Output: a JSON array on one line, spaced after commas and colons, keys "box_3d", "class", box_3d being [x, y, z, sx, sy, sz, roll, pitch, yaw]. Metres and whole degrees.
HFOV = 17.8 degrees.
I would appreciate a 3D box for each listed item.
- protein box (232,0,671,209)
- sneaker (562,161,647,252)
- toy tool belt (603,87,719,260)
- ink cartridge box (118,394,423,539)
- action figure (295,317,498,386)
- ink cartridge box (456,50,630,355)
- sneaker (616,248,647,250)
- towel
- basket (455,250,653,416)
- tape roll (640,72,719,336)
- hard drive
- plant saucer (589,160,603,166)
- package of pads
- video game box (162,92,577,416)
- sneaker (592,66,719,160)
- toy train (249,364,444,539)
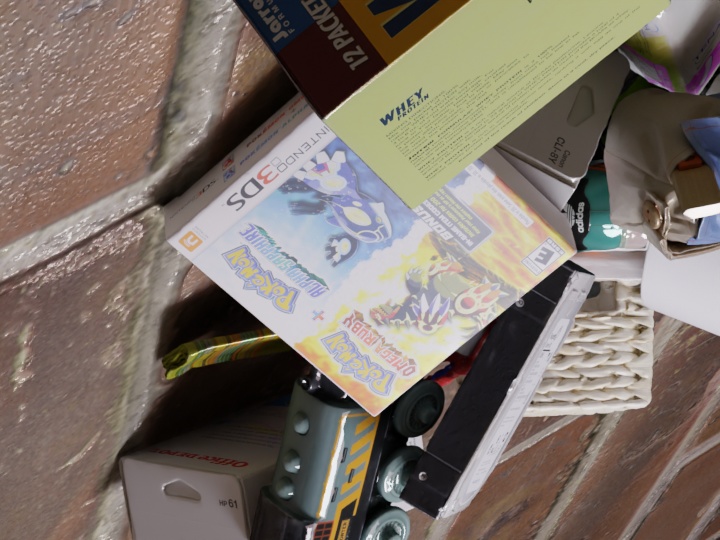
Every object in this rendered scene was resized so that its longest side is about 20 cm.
[{"box_3d": [0.044, -0.166, 1.278, 0.198, 0.135, 0.200, -38, 161, 5], "class": "protein box"}, {"box_3d": [0.167, -0.049, 1.730, 0.079, 0.072, 0.200, 0, -178, 0], "class": "sneaker"}, {"box_3d": [0.268, -0.074, 1.529, 0.199, 0.123, 0.125, -18, 111, -23], "class": "toy tool belt"}, {"box_3d": [-0.067, 0.164, 1.808, 0.144, 0.085, 0.199, 4, -166, 45], "class": "ink cartridge box"}, {"box_3d": [0.040, 0.061, 1.777, 0.199, 0.066, 0.052, -15, 170, 41], "class": "action figure"}, {"box_3d": [0.096, -0.062, 1.599, 0.200, 0.083, 0.145, -60, -177, 47], "class": "ink cartridge box"}, {"box_3d": [0.272, -0.067, 2.015, 0.199, 0.075, 0.089, -28, 147, -22], "class": "sneaker"}, {"box_3d": [-0.040, 0.049, 1.665, 0.199, 0.018, 0.086, -10, 174, -17], "class": "towel"}, {"box_3d": [0.151, 0.054, 1.844, 0.135, 0.124, 0.200, -2, 176, -10], "class": "basket"}, {"box_3d": [0.278, -0.055, 1.709, 0.203, 0.071, 0.203, -56, 159, -34], "class": "tape roll"}, {"box_3d": [0.102, 0.081, 1.650, 0.201, 0.038, 0.140, -62, 169, 3], "class": "hard drive"}, {"box_3d": [0.162, -0.062, 1.869, 0.201, 0.039, 0.201, -32, 160, -13], "class": "plant saucer"}, {"box_3d": [0.224, -0.210, 1.545, 0.155, 0.068, 0.200, -55, 160, -4], "class": "package of pads"}, {"box_3d": [0.006, -0.026, 1.471, 0.182, 0.047, 0.200, -39, 117, 20], "class": "video game box"}, {"box_3d": [0.241, -0.142, 1.744, 0.199, 0.071, 0.083, -34, -159, -5], "class": "sneaker"}, {"box_3d": [-0.012, 0.139, 1.676, 0.114, 0.085, 0.201, -4, 117, -41], "class": "toy train"}]
